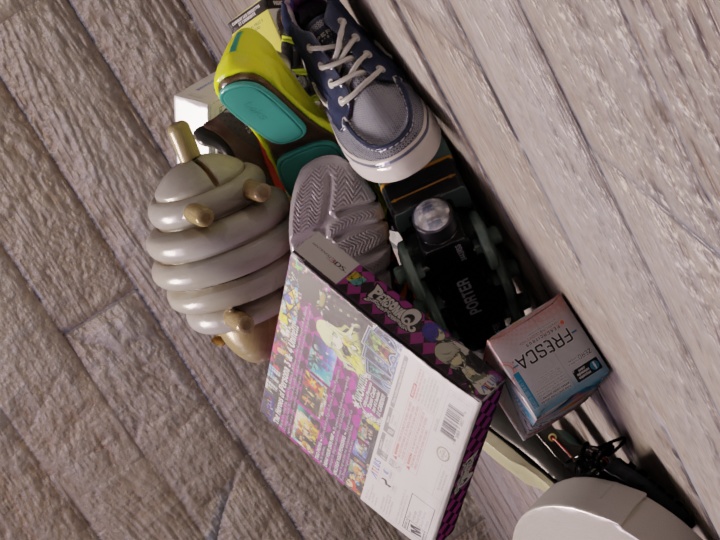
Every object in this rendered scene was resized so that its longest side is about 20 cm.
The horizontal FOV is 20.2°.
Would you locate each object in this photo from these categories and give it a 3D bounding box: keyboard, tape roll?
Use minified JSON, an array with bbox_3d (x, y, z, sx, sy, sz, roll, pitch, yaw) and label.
[{"bbox_3d":[0.206,0.157,1.514,0.104,0.040,0.200,34,172,8],"label":"keyboard"},{"bbox_3d":[0.198,0.239,1.467,0.202,0.037,0.204,33,146,26],"label":"tape roll"}]

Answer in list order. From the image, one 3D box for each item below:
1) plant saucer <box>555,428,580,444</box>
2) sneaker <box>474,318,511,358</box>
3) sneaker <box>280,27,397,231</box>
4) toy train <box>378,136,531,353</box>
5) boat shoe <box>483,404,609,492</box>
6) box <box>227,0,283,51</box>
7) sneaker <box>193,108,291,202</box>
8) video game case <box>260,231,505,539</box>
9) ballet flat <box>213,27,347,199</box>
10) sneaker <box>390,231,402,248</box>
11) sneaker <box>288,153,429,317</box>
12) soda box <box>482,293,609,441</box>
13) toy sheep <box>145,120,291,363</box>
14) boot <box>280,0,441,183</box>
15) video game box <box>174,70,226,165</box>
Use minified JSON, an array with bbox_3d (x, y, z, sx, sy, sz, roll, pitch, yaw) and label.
[{"bbox_3d":[0.212,0.216,1.828,0.201,0.036,0.200,58,176,6],"label":"plant saucer"},{"bbox_3d":[0.060,0.037,1.740,0.201,0.115,0.075,58,177,-7],"label":"sneaker"},{"bbox_3d":[-0.005,-0.122,1.632,0.201,0.075,0.076,64,-173,-3],"label":"sneaker"},{"bbox_3d":[0.068,-0.015,1.526,0.200,0.085,0.115,60,-171,-58],"label":"toy train"},{"bbox_3d":[0.178,0.170,1.657,0.201,0.063,0.074,40,171,27],"label":"boat shoe"},{"bbox_3d":[-0.038,-0.129,1.688,0.075,0.050,0.201,-7,-108,-52],"label":"box"},{"bbox_3d":[-0.095,-0.047,1.671,0.077,0.081,0.201,-133,26,-59],"label":"sneaker"},{"bbox_3d":[0.011,0.093,1.493,0.181,0.036,0.201,37,144,20],"label":"video game case"},{"bbox_3d":[-0.049,-0.113,1.547,0.200,0.066,0.067,50,-148,-48],"label":"ballet flat"},{"bbox_3d":[-0.033,-0.050,1.790,0.199,0.120,0.084,30,-135,-38],"label":"sneaker"},{"bbox_3d":[0.000,0.000,1.566,0.112,0.077,0.201,-72,-34,-74],"label":"sneaker"},{"bbox_3d":[0.132,0.074,1.481,0.069,0.063,0.200,57,177,9],"label":"soda box"},{"bbox_3d":[-0.104,-0.022,1.570,0.138,0.137,0.201,-134,28,-75],"label":"toy sheep"},{"bbox_3d":[-0.009,-0.140,1.485,0.091,0.073,0.200,53,180,-32],"label":"boot"},{"bbox_3d":[-0.098,-0.096,1.833,0.047,0.182,0.201,19,123,29],"label":"video game box"}]
